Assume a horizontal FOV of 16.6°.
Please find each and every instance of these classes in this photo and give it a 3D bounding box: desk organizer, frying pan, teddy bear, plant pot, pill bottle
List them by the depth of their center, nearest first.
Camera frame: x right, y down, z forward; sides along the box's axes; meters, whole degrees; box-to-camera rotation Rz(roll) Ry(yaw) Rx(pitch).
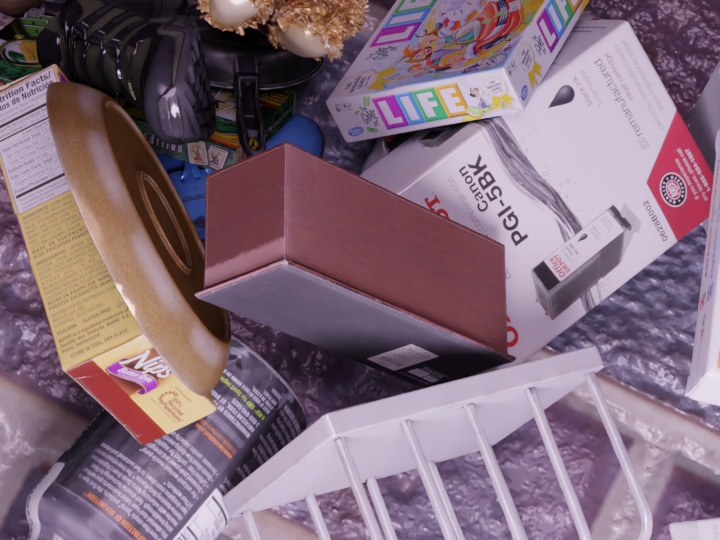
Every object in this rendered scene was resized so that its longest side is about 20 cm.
[{"bbox_3d":[-0.122,-0.023,1.424,0.027,0.200,0.200,-25,70,6],"label":"plant pot"},{"bbox_3d":[0.000,0.000,1.445,0.200,0.072,0.077,24,57,-43],"label":"desk organizer"},{"bbox_3d":[-0.132,0.134,1.508,0.106,0.106,0.200,37,70,11],"label":"pill bottle"},{"bbox_3d":[-0.060,-0.191,1.579,0.145,0.200,0.067,24,106,0],"label":"teddy bear"},{"bbox_3d":[-0.090,-0.135,1.612,0.115,0.031,0.190,13,29,10],"label":"frying pan"}]

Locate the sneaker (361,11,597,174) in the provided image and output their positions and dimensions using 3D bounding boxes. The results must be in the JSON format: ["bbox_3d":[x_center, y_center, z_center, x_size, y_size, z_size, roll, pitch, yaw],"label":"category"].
[{"bbox_3d":[0.095,-0.097,1.641,0.200,0.077,0.082,-31,79,-15],"label":"sneaker"}]

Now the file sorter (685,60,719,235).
[{"bbox_3d":[0.305,-0.037,1.595,0.124,0.139,0.201,-10,68,-11],"label":"file sorter"}]

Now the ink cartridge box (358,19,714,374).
[{"bbox_3d":[0.113,-0.047,1.581,0.200,0.083,0.147,-38,108,-16],"label":"ink cartridge box"}]

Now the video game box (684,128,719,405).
[{"bbox_3d":[0.303,0.008,1.476,0.199,0.047,0.183,12,67,-5],"label":"video game box"}]

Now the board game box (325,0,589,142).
[{"bbox_3d":[0.076,-0.162,1.606,0.134,0.034,0.200,-9,33,34],"label":"board game box"}]

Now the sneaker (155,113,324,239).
[{"bbox_3d":[-0.113,-0.060,1.608,0.200,0.078,0.066,-21,68,-14],"label":"sneaker"}]

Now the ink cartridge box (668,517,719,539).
[{"bbox_3d":[0.288,0.245,1.526,0.173,0.044,0.201,-6,68,-6],"label":"ink cartridge box"}]

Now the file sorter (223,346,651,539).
[{"bbox_3d":[0.051,0.144,1.461,0.200,0.139,0.125,-13,73,-34],"label":"file sorter"}]

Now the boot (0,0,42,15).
[{"bbox_3d":[-0.246,-0.287,1.648,0.076,0.155,0.201,-4,66,-5],"label":"boot"}]

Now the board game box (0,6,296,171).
[{"bbox_3d":[-0.152,-0.118,1.612,0.199,0.024,0.105,18,34,14],"label":"board game box"}]

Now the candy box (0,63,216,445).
[{"bbox_3d":[-0.156,-0.009,1.463,0.056,0.117,0.200,-24,59,7],"label":"candy box"}]

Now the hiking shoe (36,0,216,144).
[{"bbox_3d":[-0.148,-0.126,1.534,0.100,0.076,0.200,-13,28,-5],"label":"hiking shoe"}]
